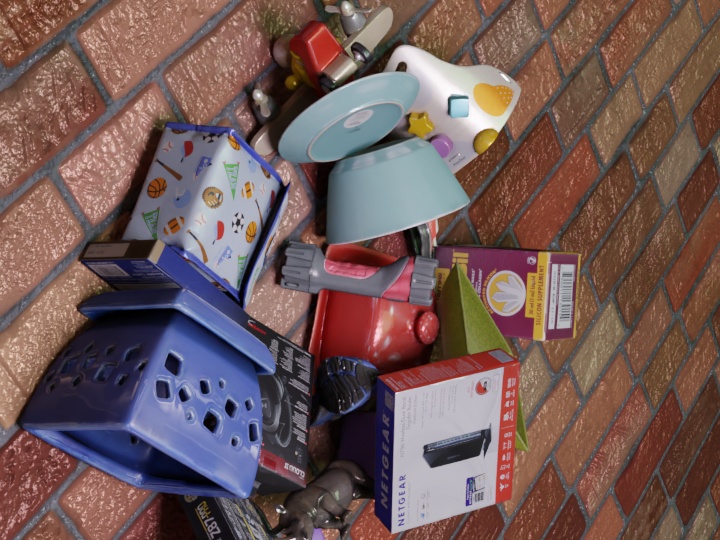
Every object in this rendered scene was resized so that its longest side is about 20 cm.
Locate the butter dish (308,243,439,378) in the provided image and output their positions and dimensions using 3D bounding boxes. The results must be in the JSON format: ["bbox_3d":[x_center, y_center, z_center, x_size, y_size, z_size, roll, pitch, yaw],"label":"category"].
[{"bbox_3d":[0.043,0.074,1.692,0.200,0.147,0.201,17,81,-48],"label":"butter dish"}]

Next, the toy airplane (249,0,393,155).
[{"bbox_3d":[-0.052,-0.250,1.588,0.200,0.141,0.200,-29,153,-52],"label":"toy airplane"}]

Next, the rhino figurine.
[{"bbox_3d":[-0.047,0.296,1.539,0.200,0.087,0.060,-26,138,-52],"label":"rhino figurine"}]

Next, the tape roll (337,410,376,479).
[{"bbox_3d":[0.070,0.246,1.696,0.199,0.199,0.086,15,81,-48],"label":"tape roll"}]

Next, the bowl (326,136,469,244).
[{"bbox_3d":[0.035,-0.113,1.642,0.200,0.200,0.106,-26,102,-44],"label":"bowl"}]

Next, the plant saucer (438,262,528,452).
[{"bbox_3d":[0.159,0.124,1.677,0.200,0.048,0.201,56,20,-34],"label":"plant saucer"}]

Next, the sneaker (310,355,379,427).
[{"bbox_3d":[-0.018,0.150,1.594,0.078,0.200,0.076,-10,80,-25],"label":"sneaker"}]

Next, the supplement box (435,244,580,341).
[{"bbox_3d":[0.215,0.030,1.837,0.103,0.199,0.132,0,93,-52],"label":"supplement box"}]

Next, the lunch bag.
[{"bbox_3d":[-0.166,-0.056,1.472,0.200,0.123,0.171,47,59,-55],"label":"lunch bag"}]

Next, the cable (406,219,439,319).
[{"bbox_3d":[0.105,-0.012,1.796,0.050,0.097,0.201,-15,98,-5],"label":"cable"}]

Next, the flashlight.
[{"bbox_3d":[0.000,0.000,1.607,0.068,0.199,0.068,-72,171,-53],"label":"flashlight"}]

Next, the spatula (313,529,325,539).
[{"bbox_3d":[-0.081,0.301,1.664,0.056,0.020,0.201,-21,108,-44],"label":"spatula"}]

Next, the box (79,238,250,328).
[{"bbox_3d":[-0.213,0.030,1.419,0.200,0.121,0.033,46,56,-40],"label":"box"}]

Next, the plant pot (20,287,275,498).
[{"bbox_3d":[-0.223,0.131,1.369,0.200,0.199,0.181,38,59,-41],"label":"plant pot"}]

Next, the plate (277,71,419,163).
[{"bbox_3d":[-0.010,-0.183,1.557,0.200,0.200,0.026,-9,67,-48],"label":"plate"}]

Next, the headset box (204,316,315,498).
[{"bbox_3d":[-0.133,0.175,1.512,0.149,0.077,0.201,34,50,-44],"label":"headset box"}]

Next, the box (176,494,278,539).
[{"bbox_3d":[-0.142,0.321,1.471,0.049,0.200,0.161,-43,129,1],"label":"box"}]

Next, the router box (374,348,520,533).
[{"bbox_3d":[0.107,0.211,1.535,0.179,0.049,0.201,-11,116,-25],"label":"router box"}]

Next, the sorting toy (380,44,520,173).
[{"bbox_3d":[0.084,-0.222,1.696,0.180,0.200,0.107,36,44,-19],"label":"sorting toy"}]
